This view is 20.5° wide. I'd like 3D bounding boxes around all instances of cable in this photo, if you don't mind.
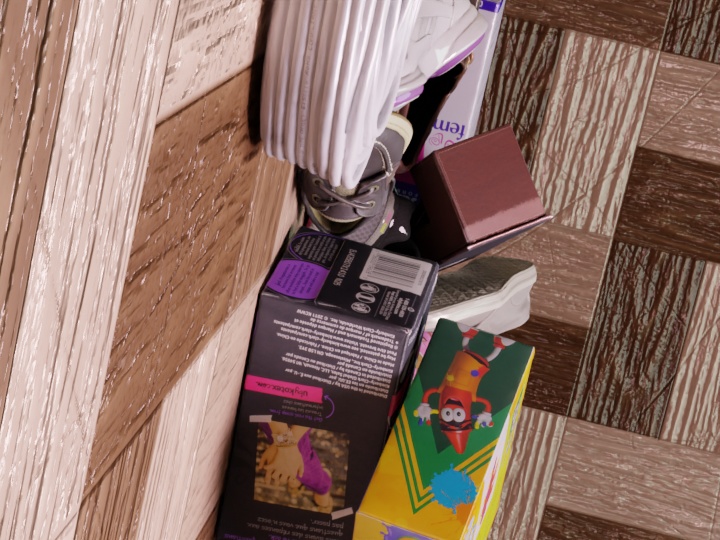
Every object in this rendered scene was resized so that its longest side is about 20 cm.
[{"bbox_3d":[-0.006,-0.148,1.091,0.200,0.069,0.201,90,14,-77],"label":"cable"}]

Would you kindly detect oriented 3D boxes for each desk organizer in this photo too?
[{"bbox_3d":[0.072,-0.048,1.544,0.077,0.071,0.200,68,-16,3],"label":"desk organizer"}]

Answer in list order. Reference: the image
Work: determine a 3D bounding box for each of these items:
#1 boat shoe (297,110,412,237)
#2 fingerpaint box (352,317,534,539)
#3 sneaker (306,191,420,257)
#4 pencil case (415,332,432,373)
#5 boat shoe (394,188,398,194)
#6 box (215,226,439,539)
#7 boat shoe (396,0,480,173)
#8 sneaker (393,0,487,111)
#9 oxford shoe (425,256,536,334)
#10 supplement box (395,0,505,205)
[{"bbox_3d":[-0.006,-0.064,1.349,0.201,0.071,0.066,108,-8,-80],"label":"boat shoe"},{"bbox_3d":[0.048,0.160,1.346,0.200,0.073,0.167,96,15,-52],"label":"fingerpaint box"},{"bbox_3d":[0.000,0.000,1.540,0.200,0.087,0.074,99,6,-53],"label":"sneaker"},{"bbox_3d":[0.019,0.084,1.551,0.087,0.083,0.200,-54,177,15],"label":"pencil case"},{"bbox_3d":[0.019,-0.113,1.603,0.073,0.062,0.201,-67,169,-58],"label":"boat shoe"},{"bbox_3d":[-0.023,0.091,1.383,0.122,0.106,0.201,-63,167,-63],"label":"box"},{"bbox_3d":[0.052,-0.157,1.523,0.070,0.070,0.201,42,67,-43],"label":"boat shoe"},{"bbox_3d":[0.013,-0.165,1.407,0.075,0.100,0.200,-25,-168,36],"label":"sneaker"},{"bbox_3d":[0.085,0.031,1.581,0.200,0.075,0.058,-18,117,-61],"label":"oxford shoe"},{"bbox_3d":[0.053,-0.156,1.673,0.103,0.101,0.201,-68,170,-64],"label":"supplement box"}]
